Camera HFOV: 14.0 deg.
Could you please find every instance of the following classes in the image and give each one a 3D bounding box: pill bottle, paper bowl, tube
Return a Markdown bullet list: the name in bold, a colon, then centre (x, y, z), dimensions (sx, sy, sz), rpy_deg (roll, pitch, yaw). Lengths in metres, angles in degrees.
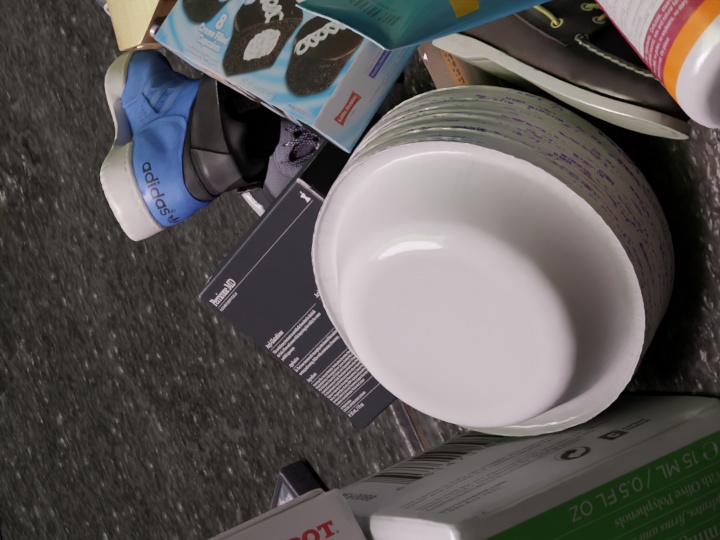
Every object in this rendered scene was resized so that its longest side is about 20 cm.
- **pill bottle**: centre (0.151, -0.176, 1.440), dimensions (0.200, 0.109, 0.110), rpy_deg (54, 149, 26)
- **paper bowl**: centre (0.068, 0.006, 1.630), dimensions (0.199, 0.104, 0.202), rpy_deg (13, 128, 16)
- **tube**: centre (0.070, -0.154, 1.504), dimensions (0.077, 0.199, 0.051), rpy_deg (25, 131, 51)

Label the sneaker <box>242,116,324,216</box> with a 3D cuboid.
- **sneaker**: centre (-0.033, -0.103, 1.860), dimensions (0.114, 0.075, 0.201), rpy_deg (35, 136, 50)

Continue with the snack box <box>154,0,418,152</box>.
- **snack box**: centre (-0.035, -0.152, 1.718), dimensions (0.037, 0.117, 0.200), rpy_deg (34, 178, -36)

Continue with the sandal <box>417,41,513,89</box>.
- **sandal**: centre (0.075, -0.067, 1.714), dimensions (0.201, 0.054, 0.080), rpy_deg (61, 152, 14)

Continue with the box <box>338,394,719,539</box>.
- **box**: centre (0.105, 0.184, 1.677), dimensions (0.200, 0.198, 0.172), rpy_deg (-2, 108, 61)

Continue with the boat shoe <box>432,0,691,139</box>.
- **boat shoe**: centre (0.114, -0.122, 1.587), dimensions (0.201, 0.072, 0.061), rpy_deg (28, 94, 50)

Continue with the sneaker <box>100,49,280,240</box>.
- **sneaker**: centre (-0.101, -0.098, 1.850), dimensions (0.200, 0.111, 0.077), rpy_deg (-91, -24, -64)

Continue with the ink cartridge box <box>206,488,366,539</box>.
- **ink cartridge box**: centre (-0.038, 0.242, 1.601), dimensions (0.201, 0.145, 0.084), rpy_deg (62, 153, 13)

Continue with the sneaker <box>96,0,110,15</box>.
- **sneaker**: centre (-0.137, -0.221, 1.995), dimensions (0.200, 0.067, 0.090), rpy_deg (-12, 113, 58)

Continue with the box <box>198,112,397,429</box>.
- **box**: centre (0.000, 0.000, 1.820), dimensions (0.141, 0.079, 0.200), rpy_deg (37, 151, -4)

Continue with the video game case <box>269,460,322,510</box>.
- **video game case**: centre (-0.018, 0.268, 2.151), dimensions (0.181, 0.025, 0.201), rpy_deg (52, 149, 30)

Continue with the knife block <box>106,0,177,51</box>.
- **knife block**: centre (-0.151, -0.265, 1.873), dimensions (0.175, 0.064, 0.201), rpy_deg (35, 113, 26)
